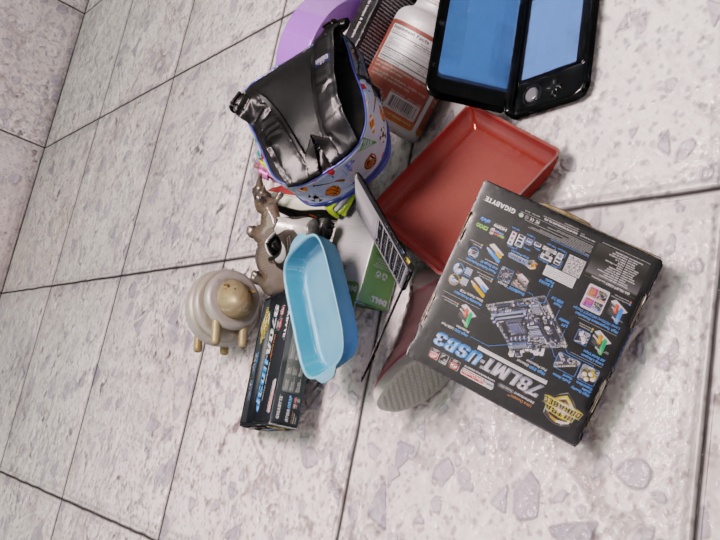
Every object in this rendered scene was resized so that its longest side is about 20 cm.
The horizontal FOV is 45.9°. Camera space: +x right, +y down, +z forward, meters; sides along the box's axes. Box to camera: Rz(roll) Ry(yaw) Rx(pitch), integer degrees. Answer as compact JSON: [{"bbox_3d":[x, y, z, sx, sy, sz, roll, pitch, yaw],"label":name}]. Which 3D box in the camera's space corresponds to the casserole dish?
[{"bbox_3d":[-0.051,0.048,1.133,0.121,0.038,0.204,-38,59,50],"label":"casserole dish"}]

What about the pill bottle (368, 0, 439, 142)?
[{"bbox_3d":[0.077,-0.292,1.191,0.203,0.111,0.112,-62,36,9],"label":"pill bottle"}]

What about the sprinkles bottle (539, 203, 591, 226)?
[{"bbox_3d":[0.182,0.032,0.924,0.068,0.067,0.204,28,95,54],"label":"sprinkles bottle"}]

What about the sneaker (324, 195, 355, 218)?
[{"bbox_3d":[-0.068,-0.154,1.244,0.074,0.080,0.200,-52,36,8],"label":"sneaker"}]

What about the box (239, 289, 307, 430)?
[{"bbox_3d":[-0.120,0.134,1.264,0.158,0.045,0.205,158,125,-64],"label":"box"}]

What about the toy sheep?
[{"bbox_3d":[-0.231,0.067,1.413,0.199,0.136,0.141,-20,57,54],"label":"toy sheep"}]

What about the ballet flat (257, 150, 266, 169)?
[{"bbox_3d":[-0.085,-0.238,1.355,0.201,0.067,0.067,-53,32,3],"label":"ballet flat"}]

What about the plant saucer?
[{"bbox_3d":[0.127,-0.098,1.051,0.200,0.037,0.200,-46,38,0],"label":"plant saucer"}]

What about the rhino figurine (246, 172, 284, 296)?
[{"bbox_3d":[-0.143,-0.052,1.342,0.087,0.059,0.205,18,116,63],"label":"rhino figurine"}]

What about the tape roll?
[{"bbox_3d":[-0.034,-0.306,1.262,0.065,0.199,0.204,27,95,36],"label":"tape roll"}]

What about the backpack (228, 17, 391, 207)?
[{"bbox_3d":[-0.049,-0.180,1.092,0.198,0.153,0.194,-31,53,21],"label":"backpack"}]

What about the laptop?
[{"bbox_3d":[0.000,0.016,1.035,0.114,0.187,0.203,-29,83,-5],"label":"laptop"}]

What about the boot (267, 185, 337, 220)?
[{"bbox_3d":[-0.069,-0.156,1.358,0.197,0.072,0.148,4,75,46],"label":"boot"}]

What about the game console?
[{"bbox_3d":[0.189,-0.304,1.043,0.174,0.115,0.205,-8,67,51],"label":"game console"}]

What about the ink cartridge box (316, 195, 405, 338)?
[{"bbox_3d":[0.000,0.000,1.191,0.103,0.059,0.205,6,78,54],"label":"ink cartridge box"}]

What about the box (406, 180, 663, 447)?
[{"bbox_3d":[0.173,0.040,0.864,0.197,0.050,0.202,26,95,20],"label":"box"}]

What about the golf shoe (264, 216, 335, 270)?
[{"bbox_3d":[-0.096,-0.025,1.258,0.201,0.092,0.079,111,173,-59],"label":"golf shoe"}]

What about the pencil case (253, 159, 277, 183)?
[{"bbox_3d":[-0.104,-0.238,1.426,0.203,0.085,0.083,-62,30,10],"label":"pencil case"}]

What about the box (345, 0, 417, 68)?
[{"bbox_3d":[0.046,-0.351,1.235,0.036,0.142,0.203,35,101,35],"label":"box"}]

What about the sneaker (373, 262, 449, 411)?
[{"bbox_3d":[0.079,0.074,1.039,0.201,0.075,0.105,-51,37,18],"label":"sneaker"}]
